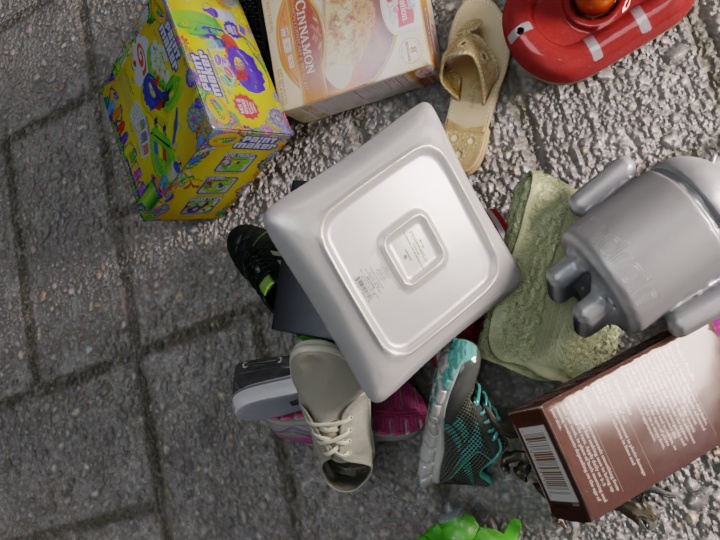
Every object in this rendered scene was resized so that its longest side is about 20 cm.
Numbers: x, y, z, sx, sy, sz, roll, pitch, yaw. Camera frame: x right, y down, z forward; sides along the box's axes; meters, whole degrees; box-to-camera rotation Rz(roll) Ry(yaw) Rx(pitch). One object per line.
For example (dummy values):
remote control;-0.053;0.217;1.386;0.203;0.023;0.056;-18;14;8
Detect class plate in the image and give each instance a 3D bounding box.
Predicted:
plate;0.042;-0.018;0.609;0.198;0.032;0.202;-36;104;-18

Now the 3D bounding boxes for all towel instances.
towel;0.206;0.012;0.692;0.145;0.036;0.205;15;87;-4

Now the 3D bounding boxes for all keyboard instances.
keyboard;-0.144;-0.268;0.876;0.104;0.039;0.206;155;109;-63

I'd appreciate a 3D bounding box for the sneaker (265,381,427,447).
sneaker;-0.021;0.160;0.782;0.194;0.089;0.083;6;55;5

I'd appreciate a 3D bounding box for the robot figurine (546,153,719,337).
robot figurine;0.264;-0.023;0.615;0.198;0.113;0.171;-36;69;4

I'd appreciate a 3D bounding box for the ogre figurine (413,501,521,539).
ogre figurine;0.125;0.318;0.689;0.199;0.097;0.123;35;116;38

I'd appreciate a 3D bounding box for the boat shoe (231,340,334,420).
boat shoe;-0.043;0.106;0.729;0.195;0.071;0.068;-14;57;0

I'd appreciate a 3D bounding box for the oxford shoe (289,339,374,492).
oxford shoe;-0.024;0.149;0.671;0.073;0.203;0.058;-3;39;13

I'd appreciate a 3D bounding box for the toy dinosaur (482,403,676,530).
toy dinosaur;0.198;0.178;0.666;0.200;0.077;0.102;44;98;-3

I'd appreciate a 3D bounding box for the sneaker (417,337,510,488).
sneaker;0.111;0.149;0.690;0.089;0.203;0.078;9;42;7

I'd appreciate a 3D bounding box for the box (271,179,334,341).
box;0.000;0.000;0.721;0.102;0.199;0.152;7;85;20

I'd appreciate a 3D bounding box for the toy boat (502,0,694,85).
toy boat;0.238;-0.287;0.695;0.197;0.130;0.133;-30;72;17

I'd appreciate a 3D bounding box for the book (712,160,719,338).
book;0.368;-0.006;0.650;0.131;0.048;0.205;-18;76;24

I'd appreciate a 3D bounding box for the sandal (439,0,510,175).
sandal;0.123;-0.220;0.768;0.076;0.069;0.218;6;86;21

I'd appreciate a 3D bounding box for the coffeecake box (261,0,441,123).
coffeecake box;-0.011;-0.287;0.824;0.195;0.073;0.158;-12;86;21

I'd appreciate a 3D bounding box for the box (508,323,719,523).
box;0.241;0.129;0.605;0.196;0.075;0.102;-21;80;-17

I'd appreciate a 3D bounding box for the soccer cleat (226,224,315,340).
soccer cleat;-0.105;0.009;0.830;0.200;0.081;0.068;45;100;23

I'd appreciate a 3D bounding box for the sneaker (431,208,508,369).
sneaker;0.130;0.030;0.731;0.112;0.078;0.206;-6;90;15

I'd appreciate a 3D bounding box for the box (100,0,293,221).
box;-0.211;-0.199;0.848;0.192;0.120;0.204;-37;69;40
